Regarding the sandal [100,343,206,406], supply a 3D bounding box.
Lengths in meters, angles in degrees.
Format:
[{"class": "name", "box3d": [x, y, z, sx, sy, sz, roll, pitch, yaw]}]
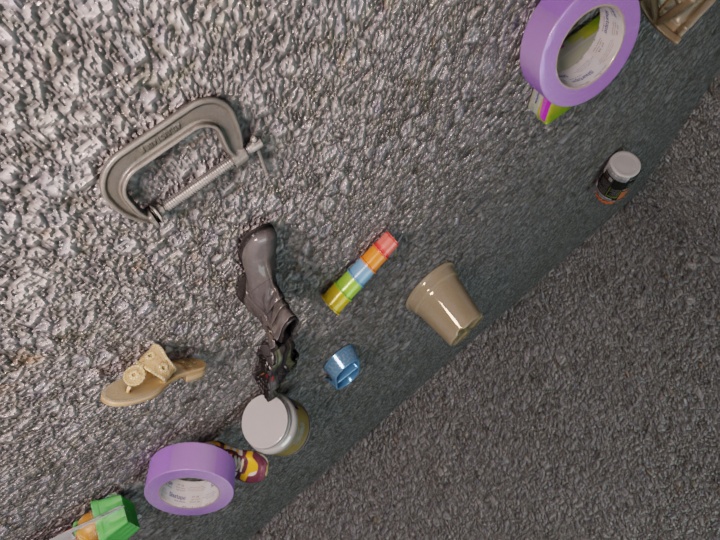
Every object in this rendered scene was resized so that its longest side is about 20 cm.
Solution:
[{"class": "sandal", "box3d": [-0.330, 0.152, 0.866, 0.210, 0.075, 0.073, -7, 110, -66]}]

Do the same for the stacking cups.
[{"class": "stacking cups", "box3d": [0.000, 0.000, 1.139, 0.201, 0.060, 0.060, -48, 158, 2]}]

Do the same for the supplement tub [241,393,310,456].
[{"class": "supplement tub", "box3d": [-0.216, 0.399, 1.373, 0.144, 0.147, 0.201, -38, 158, -5]}]

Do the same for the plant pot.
[{"class": "plant pot", "box3d": [0.266, 0.113, 1.610, 0.197, 0.185, 0.202, -34, 158, -16]}]

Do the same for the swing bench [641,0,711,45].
[{"class": "swing bench", "box3d": [0.675, -0.608, 1.059, 0.200, 0.130, 0.199, -48, 163, 15]}]

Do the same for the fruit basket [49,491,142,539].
[{"class": "fruit basket", "box3d": [-0.594, 0.565, 1.153, 0.193, 0.096, 0.188, -17, 151, -15]}]

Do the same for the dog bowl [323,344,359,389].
[{"class": "dog bowl", "box3d": [-0.051, 0.295, 1.590, 0.110, 0.050, 0.202, -34, 156, -17]}]

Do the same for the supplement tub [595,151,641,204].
[{"class": "supplement tub", "box3d": [0.991, -0.354, 2.059, 0.121, 0.124, 0.202, -35, 158, -12]}]

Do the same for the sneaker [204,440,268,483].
[{"class": "sneaker", "box3d": [-0.315, 0.466, 1.288, 0.090, 0.193, 0.078, 34, 64, -59]}]

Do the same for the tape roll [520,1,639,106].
[{"class": "tape roll", "box3d": [0.377, -0.396, 0.918, 0.193, 0.067, 0.205, -15, 136, -15]}]

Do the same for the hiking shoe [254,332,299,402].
[{"class": "hiking shoe", "box3d": [-0.181, 0.223, 1.203, 0.098, 0.076, 0.203, -22, 150, -31]}]

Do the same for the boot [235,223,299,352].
[{"class": "boot", "box3d": [-0.138, 0.032, 0.847, 0.068, 0.133, 0.203, -26, 154, -28]}]

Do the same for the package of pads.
[{"class": "package of pads", "box3d": [0.446, -0.415, 1.098, 0.197, 0.069, 0.156, -37, 157, -11]}]

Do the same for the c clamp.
[{"class": "c clamp", "box3d": [-0.196, -0.114, 0.622, 0.197, 0.027, 0.173, -36, 157, -17]}]

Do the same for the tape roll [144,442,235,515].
[{"class": "tape roll", "box3d": [-0.382, 0.474, 1.200, 0.191, 0.067, 0.205, -4, 130, -4]}]
